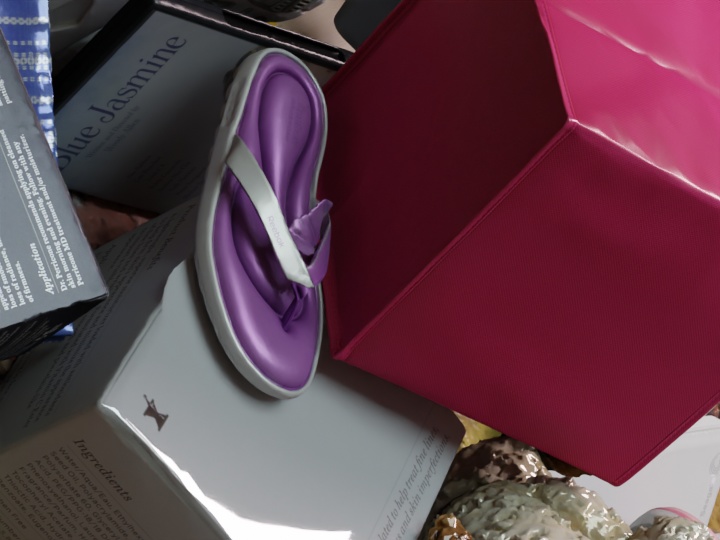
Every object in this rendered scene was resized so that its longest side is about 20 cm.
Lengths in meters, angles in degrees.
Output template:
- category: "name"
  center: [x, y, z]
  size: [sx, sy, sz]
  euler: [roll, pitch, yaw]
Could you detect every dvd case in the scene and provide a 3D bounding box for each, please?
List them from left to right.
- category: "dvd case"
  center: [-0.086, -0.083, 1.619]
  size: [0.200, 0.143, 0.018]
  euler: [15, 42, -45]

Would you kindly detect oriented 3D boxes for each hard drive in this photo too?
- category: "hard drive"
  center: [0.146, 0.158, 1.791]
  size: [0.200, 0.026, 0.132]
  euler: [-3, 113, -51]

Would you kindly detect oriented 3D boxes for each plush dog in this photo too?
- category: "plush dog"
  center: [0.072, 0.160, 1.624]
  size: [0.160, 0.200, 0.172]
  euler: [42, 7, -24]

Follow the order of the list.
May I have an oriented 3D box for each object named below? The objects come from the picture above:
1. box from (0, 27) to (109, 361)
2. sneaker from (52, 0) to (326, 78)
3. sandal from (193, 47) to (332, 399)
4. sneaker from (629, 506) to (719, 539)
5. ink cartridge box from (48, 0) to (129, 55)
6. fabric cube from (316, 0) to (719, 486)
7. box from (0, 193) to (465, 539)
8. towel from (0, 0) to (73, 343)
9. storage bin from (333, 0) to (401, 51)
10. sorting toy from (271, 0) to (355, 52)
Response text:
- category: "box"
  center: [-0.248, -0.039, 1.389]
  size: [0.182, 0.104, 0.200]
  euler: [-18, 83, -36]
- category: "sneaker"
  center: [-0.093, -0.165, 1.616]
  size: [0.078, 0.200, 0.100]
  euler: [31, 41, -54]
- category: "sandal"
  center: [-0.041, -0.033, 1.502]
  size: [0.082, 0.050, 0.203]
  euler: [25, 51, -37]
- category: "sneaker"
  center: [0.218, 0.180, 1.809]
  size: [0.105, 0.075, 0.200]
  euler: [-47, 147, -20]
- category: "ink cartridge box"
  center: [-0.162, -0.227, 1.606]
  size: [0.084, 0.146, 0.200]
  euler: [32, 47, -35]
- category: "fabric cube"
  center: [0.108, -0.043, 1.560]
  size: [0.199, 0.196, 0.200]
  euler: [24, 37, -29]
- category: "box"
  center: [-0.076, 0.095, 1.534]
  size: [0.200, 0.131, 0.199]
  euler: [50, 39, -18]
- category: "towel"
  center: [-0.218, -0.061, 1.487]
  size: [0.145, 0.024, 0.200]
  euler: [1, 74, -23]
- category: "storage bin"
  center: [0.085, -0.139, 1.721]
  size: [0.200, 0.134, 0.146]
  euler: [45, 23, 12]
- category: "sorting toy"
  center: [-0.046, -0.158, 1.756]
  size: [0.200, 0.107, 0.180]
  euler: [-37, 109, -59]
